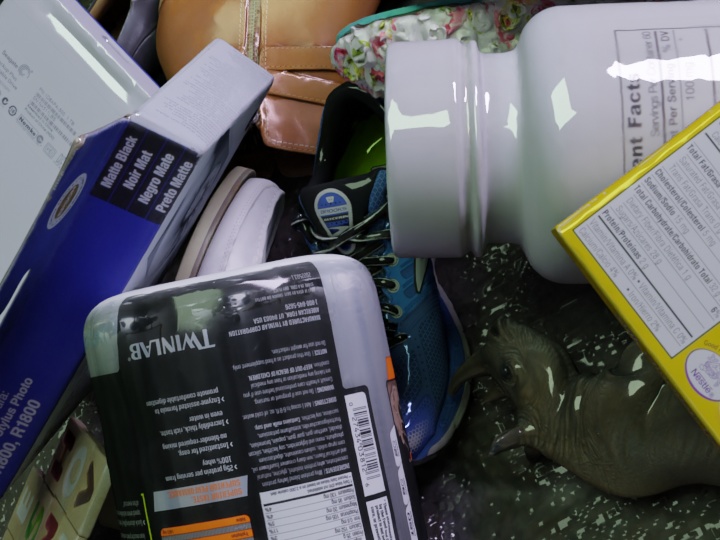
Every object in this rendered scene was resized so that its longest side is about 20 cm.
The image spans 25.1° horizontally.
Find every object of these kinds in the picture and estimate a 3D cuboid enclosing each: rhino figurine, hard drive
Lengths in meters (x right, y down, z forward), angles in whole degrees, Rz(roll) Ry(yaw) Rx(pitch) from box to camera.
[{"bbox_3d":[0.123,0.050,0.665,0.200,0.060,0.088,-2,86,30],"label":"rhino figurine"},{"bbox_3d":[-0.190,-0.042,0.864,0.132,0.025,0.200,46,107,17],"label":"hard drive"}]

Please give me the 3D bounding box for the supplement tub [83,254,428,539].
[{"bbox_3d":[-0.036,0.100,0.654,0.122,0.123,0.200,-12,87,24],"label":"supplement tub"}]

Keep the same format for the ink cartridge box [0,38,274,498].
[{"bbox_3d":[-0.119,0.004,0.726,0.041,0.200,0.200,32,112,-1],"label":"ink cartridge box"}]

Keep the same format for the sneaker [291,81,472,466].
[{"bbox_3d":[0.000,0.000,0.749,0.079,0.089,0.200,-16,59,22],"label":"sneaker"}]

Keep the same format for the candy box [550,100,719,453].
[{"bbox_3d":[0.169,0.034,0.589,0.102,0.026,0.200,-37,91,-1],"label":"candy box"}]

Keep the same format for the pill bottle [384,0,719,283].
[{"bbox_3d":[0.112,-0.052,0.659,0.200,0.114,0.114,-2,60,3],"label":"pill bottle"}]

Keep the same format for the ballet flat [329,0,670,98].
[{"bbox_3d":[0.088,-0.096,0.734,0.200,0.076,0.064,-10,73,-2],"label":"ballet flat"}]

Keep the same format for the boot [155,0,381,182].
[{"bbox_3d":[-0.013,-0.131,0.846,0.200,0.077,0.155,-9,67,9],"label":"boot"}]

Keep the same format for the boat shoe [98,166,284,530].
[{"bbox_3d":[-0.062,0.041,0.781,0.068,0.075,0.200,13,60,5],"label":"boat shoe"}]

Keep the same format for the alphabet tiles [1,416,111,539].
[{"bbox_3d":[-0.157,0.166,0.713,0.200,0.008,0.167,-68,20,-1],"label":"alphabet tiles"}]

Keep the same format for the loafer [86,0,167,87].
[{"bbox_3d":[-0.169,-0.086,0.907,0.073,0.072,0.200,30,81,37],"label":"loafer"}]
